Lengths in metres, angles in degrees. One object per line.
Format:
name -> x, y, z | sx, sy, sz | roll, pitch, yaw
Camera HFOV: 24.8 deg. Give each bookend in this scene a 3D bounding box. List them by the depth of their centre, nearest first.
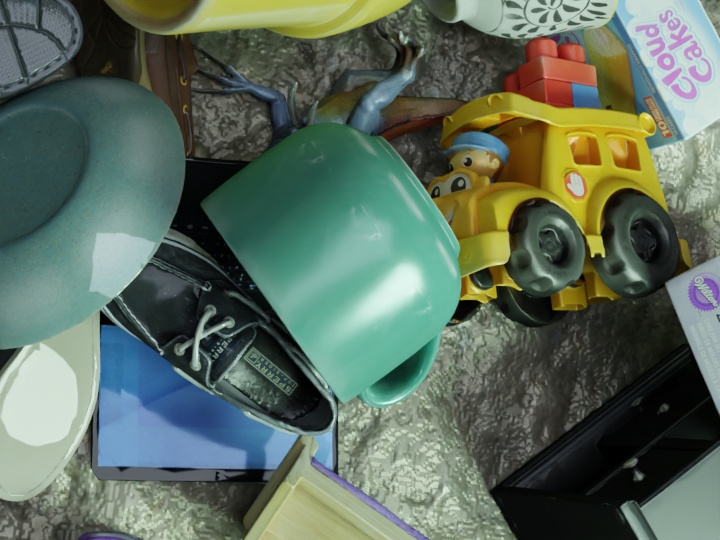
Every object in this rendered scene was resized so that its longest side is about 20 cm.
bookend -> 0.224, 0.140, 1.133 | 0.198, 0.200, 0.093 | -34, 97, -18

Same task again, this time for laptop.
laptop -> -0.081, 0.035, 1.081 | 0.175, 0.201, 0.104 | 3, 42, -20

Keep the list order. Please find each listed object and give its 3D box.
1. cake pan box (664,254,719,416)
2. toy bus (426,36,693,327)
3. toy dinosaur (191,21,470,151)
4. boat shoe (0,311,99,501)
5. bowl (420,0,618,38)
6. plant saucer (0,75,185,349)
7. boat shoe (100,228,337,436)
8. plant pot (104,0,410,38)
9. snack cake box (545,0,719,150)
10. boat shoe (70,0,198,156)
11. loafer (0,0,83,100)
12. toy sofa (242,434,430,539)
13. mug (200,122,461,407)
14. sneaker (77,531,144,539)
cake pan box -> 0.290, 0.084, 1.119 | 0.052, 0.184, 0.202 | -27, 76, 24
toy bus -> 0.116, -0.065, 1.133 | 0.198, 0.135, 0.194 | 0, 79, -37
toy dinosaur -> -0.022, -0.086, 1.126 | 0.199, 0.105, 0.182 | 37, 93, -24
boat shoe -> -0.210, 0.046, 1.063 | 0.072, 0.062, 0.202 | 10, 92, -37
bowl -> 0.078, -0.230, 1.115 | 0.094, 0.201, 0.202 | -32, 96, -12
plant saucer -> -0.204, -0.049, 1.008 | 0.202, 0.200, 0.039 | -55, 142, -15
boat shoe -> -0.093, 0.042, 1.036 | 0.200, 0.068, 0.072 | 41, 92, -26
plant pot -> -0.071, -0.235, 1.027 | 0.188, 0.200, 0.203 | -27, 95, -44
snack cake box -> 0.185, -0.188, 1.190 | 0.067, 0.115, 0.201 | -32, 96, -19
boat shoe -> -0.147, -0.144, 1.100 | 0.067, 0.071, 0.202 | 8, 73, -51
loafer -> -0.273, -0.127, 1.036 | 0.198, 0.063, 0.073 | -21, 91, -11
toy sofa -> 0.021, 0.195, 1.077 | 0.199, 0.098, 0.083 | 34, 116, 0
mug -> -0.007, -0.009, 1.014 | 0.114, 0.185, 0.153 | -37, 74, -2
sneaker -> -0.114, 0.226, 1.022 | 0.199, 0.089, 0.081 | 31, 71, 18
